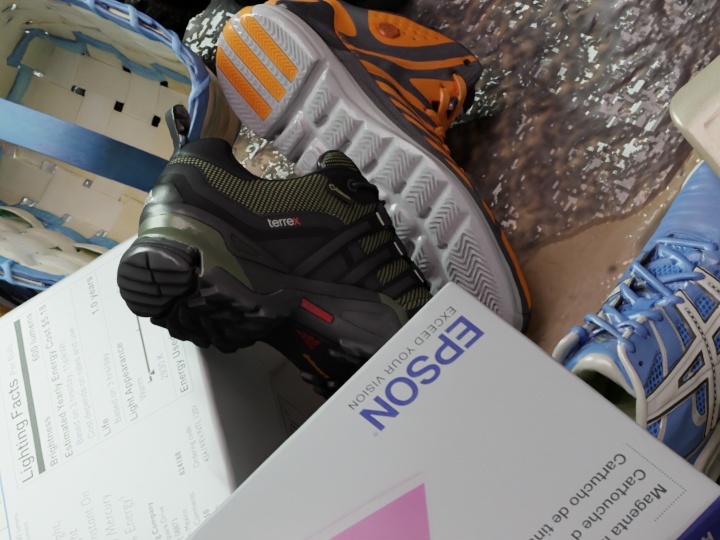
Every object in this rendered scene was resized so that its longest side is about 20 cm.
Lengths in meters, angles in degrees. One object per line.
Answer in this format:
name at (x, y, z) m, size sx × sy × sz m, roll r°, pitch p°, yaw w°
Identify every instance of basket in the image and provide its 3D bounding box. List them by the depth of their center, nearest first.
basket at (-0.150, -0.064, 1.224) m, size 0.176 × 0.200 × 0.139 m, roll 22°, pitch 88°, yaw 23°

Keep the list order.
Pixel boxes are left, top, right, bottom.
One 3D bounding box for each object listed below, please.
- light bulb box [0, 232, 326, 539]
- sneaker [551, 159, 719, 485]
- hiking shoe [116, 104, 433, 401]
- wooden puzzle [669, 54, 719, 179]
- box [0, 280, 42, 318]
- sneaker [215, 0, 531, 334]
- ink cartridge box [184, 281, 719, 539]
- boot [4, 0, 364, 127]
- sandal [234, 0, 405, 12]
light bulb box at (-0.114, 0.120, 1.167) m, size 0.200 × 0.125 × 0.198 m, roll -31°, pitch 47°, yaw 16°
sneaker at (0.125, 0.034, 1.087) m, size 0.076 × 0.077 × 0.200 m, roll 1°, pitch 60°, yaw 38°
hiking shoe at (0.000, 0.000, 1.123) m, size 0.076 × 0.200 × 0.101 m, roll -28°, pitch 43°, yaw 54°
wooden puzzle at (0.241, -0.061, 1.056) m, size 0.185 × 0.037 × 0.200 m, roll -42°, pitch 61°, yaw 11°
box at (-0.198, 0.006, 1.313) m, size 0.041 × 0.119 × 0.200 m, roll -54°, pitch 45°, yaw 6°
sneaker at (0.031, -0.053, 1.220) m, size 0.200 × 0.112 × 0.078 m, roll 54°, pitch 128°, yaw 14°
ink cartridge box at (0.038, 0.129, 0.986) m, size 0.200 × 0.043 × 0.196 m, roll 37°, pitch 72°, yaw 30°
boot at (-0.090, -0.129, 1.338) m, size 0.211 × 0.079 × 0.158 m, roll 34°, pitch 107°, yaw 37°
sandal at (-0.052, -0.166, 1.397) m, size 0.200 × 0.043 × 0.076 m, roll 28°, pitch 85°, yaw 35°
